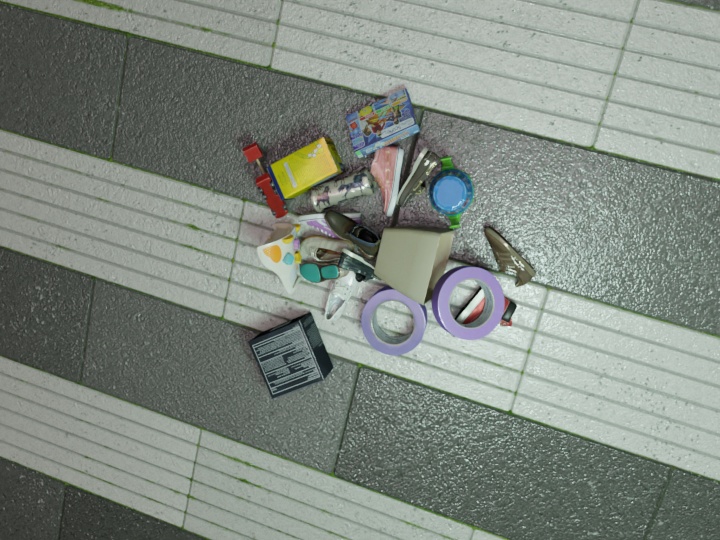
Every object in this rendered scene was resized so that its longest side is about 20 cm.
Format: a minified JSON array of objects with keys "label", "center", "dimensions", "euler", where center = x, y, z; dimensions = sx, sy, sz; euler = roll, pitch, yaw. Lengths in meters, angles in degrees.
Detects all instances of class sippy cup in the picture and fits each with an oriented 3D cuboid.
[{"label":"sippy cup","center":[0.257,-0.222,1.583],"dimensions":[0.140,0.130,0.178],"euler":[-44,88,14]}]

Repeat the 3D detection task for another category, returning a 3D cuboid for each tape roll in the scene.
[{"label":"tape roll","center":[0.105,0.150,1.698],"dimensions":[0.195,0.085,0.205],"euler":[2,99,12]},{"label":"tape roll","center":[0.303,0.090,1.569],"dimensions":[0.195,0.066,0.206],"euler":[-1,94,-9]}]

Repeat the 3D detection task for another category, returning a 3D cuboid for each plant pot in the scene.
[{"label":"plant pot","center":[0.150,-0.036,1.610],"dimensions":[0.174,0.199,0.204],"euler":[17,102,18]}]

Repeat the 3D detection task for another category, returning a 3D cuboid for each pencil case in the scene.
[{"label":"pencil case","center":[-0.050,-0.240,1.663],"dimensions":[0.196,0.089,0.080],"euler":[-18,85,9]}]

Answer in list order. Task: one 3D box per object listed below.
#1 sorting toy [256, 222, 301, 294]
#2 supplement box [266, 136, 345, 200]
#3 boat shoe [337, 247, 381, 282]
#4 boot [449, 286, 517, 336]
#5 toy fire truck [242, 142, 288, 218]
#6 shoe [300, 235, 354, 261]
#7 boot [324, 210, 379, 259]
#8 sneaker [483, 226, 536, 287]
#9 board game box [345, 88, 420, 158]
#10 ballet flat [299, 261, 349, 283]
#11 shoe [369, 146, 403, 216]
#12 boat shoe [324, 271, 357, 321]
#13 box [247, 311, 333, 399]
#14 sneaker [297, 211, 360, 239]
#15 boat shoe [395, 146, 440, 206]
[{"label":"sorting toy","center":[-0.222,-0.033,1.693],"dimensions":[0.104,0.201,0.184],"euler":[-8,113,11]},{"label":"supplement box","center":[-0.161,-0.304,1.668],"dimensions":[0.197,0.109,0.111],"euler":[-24,94,14]},{"label":"boat shoe","center":[0.001,0.001,1.649],"dimensions":[0.074,0.198,0.067],"euler":[30,89,39]},{"label":"boot","center":[0.367,0.150,1.652],"dimensions":[0.144,0.072,0.201],"euler":[41,101,1]},{"label":"toy fire truck","center":[-0.289,-0.274,1.703],"dimensions":[0.048,0.142,0.202],"euler":[-24,133,2]},{"label":"shoe","center":[-0.112,-0.065,1.690],"dimensions":[0.196,0.054,0.071],"euler":[2,133,33]},{"label":"boot","center":[-0.019,-0.122,1.606],"dimensions":[0.199,0.097,0.075],"euler":[38,71,4]},{"label":"sneaker","center":[0.417,-0.037,1.609],"dimensions":[0.200,0.070,0.076],"euler":[46,106,2]},{"label":"board game box","center":[0.062,-0.425,1.607],"dimensions":[0.196,0.034,0.138],"euler":[-20,64,15]},{"label":"ballet flat","center":[-0.106,0.002,1.718],"dimensions":[0.197,0.066,0.070],"euler":[4,105,46]},{"label":"shoe","center":[0.068,-0.267,1.639],"dimensions":[0.089,0.071,0.205],"euler":[8,95,-3]},{"label":"boat shoe","center":[-0.060,0.068,1.726],"dimensions":[0.070,0.069,0.204],"euler":[22,102,9]},{"label":"box","center":[-0.219,0.269,1.763],"dimensions":[0.196,0.123,0.202],"euler":[-21,93,16]},{"label":"sneaker","center":[-0.097,-0.121,1.705],"dimensions":[0.195,0.073,0.117],"euler":[3,103,11]},{"label":"boat shoe","center":[0.164,-0.258,1.603],"dimensions":[0.059,0.072,0.202],"euler":[31,128,4]}]
